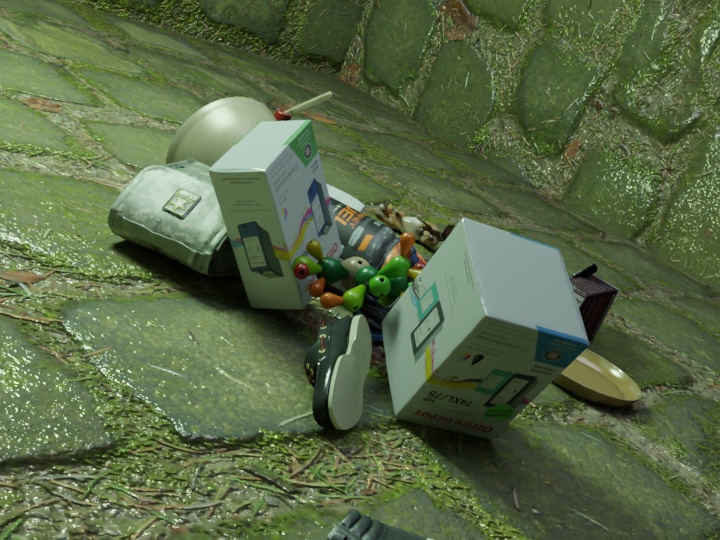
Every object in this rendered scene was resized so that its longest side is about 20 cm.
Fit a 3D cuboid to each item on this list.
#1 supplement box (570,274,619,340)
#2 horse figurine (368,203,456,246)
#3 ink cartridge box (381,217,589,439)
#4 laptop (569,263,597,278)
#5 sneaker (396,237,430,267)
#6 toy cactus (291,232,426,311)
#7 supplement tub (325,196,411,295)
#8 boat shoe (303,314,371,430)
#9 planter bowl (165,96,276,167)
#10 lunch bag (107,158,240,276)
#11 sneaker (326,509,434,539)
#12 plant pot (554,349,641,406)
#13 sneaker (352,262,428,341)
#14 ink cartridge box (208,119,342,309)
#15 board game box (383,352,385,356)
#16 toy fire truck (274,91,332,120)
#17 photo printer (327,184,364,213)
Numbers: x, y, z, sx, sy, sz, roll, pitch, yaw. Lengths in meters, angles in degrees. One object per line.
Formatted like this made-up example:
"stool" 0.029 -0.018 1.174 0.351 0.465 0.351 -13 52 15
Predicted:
"supplement box" 0.383 0.072 1.705 0.060 0.110 0.199 31 17 25
"horse figurine" 0.105 -0.090 1.916 0.197 0.051 0.132 21 -3 23
"ink cartridge box" 0.137 0.073 1.128 0.144 0.201 0.148 15 44 -24
"laptop" 0.337 -0.002 1.820 0.105 0.198 0.177 63 13 9
"sneaker" 0.078 -0.012 1.602 0.198 0.080 0.075 5 24 -47
"toy cactus" 0.000 0.000 1.230 0.196 0.105 0.165 -1 6 -15
"supplement tub" -0.030 -0.034 1.442 0.197 0.124 0.122 27 16 12
"boat shoe" -0.030 0.117 1.086 0.062 0.075 0.202 -11 24 12
"planter bowl" -0.180 -0.142 1.465 0.198 0.202 0.135 7 31 -44
"lunch bag" -0.221 -0.068 1.299 0.162 0.120 0.200 24 20 15
"sneaker" 0.010 0.247 0.721 0.097 0.072 0.200 21 10 -2
"plant pot" 0.349 0.161 1.526 0.197 0.028 0.200 21 17 -6
"sneaker" 0.063 0.031 1.351 0.070 0.084 0.198 30 37 31
"ink cartridge box" -0.103 -0.072 1.245 0.086 0.203 0.146 3 33 24
"board game box" 0.133 0.120 1.338 0.134 0.035 0.199 30 18 23
"toy fire truck" -0.131 -0.259 1.866 0.127 0.203 0.176 14 18 -25
"photo printer" -0.077 -0.108 1.704 0.164 0.071 0.200 24 16 1
